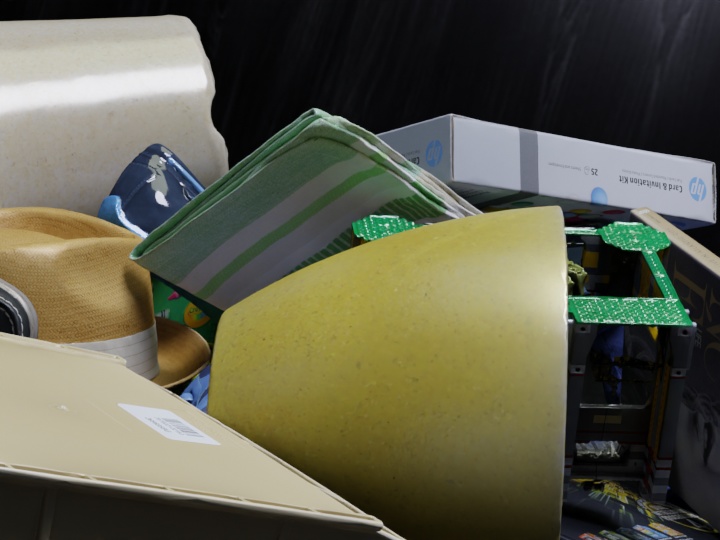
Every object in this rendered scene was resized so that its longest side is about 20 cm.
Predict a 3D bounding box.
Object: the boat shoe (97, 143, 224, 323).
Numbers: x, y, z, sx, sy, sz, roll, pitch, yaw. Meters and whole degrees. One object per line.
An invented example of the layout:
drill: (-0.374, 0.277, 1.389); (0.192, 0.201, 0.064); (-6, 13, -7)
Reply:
boat shoe: (-0.056, -0.002, 1.189); (0.084, 0.069, 0.200); (0, -32, 50)

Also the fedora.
fedora: (-0.178, 0.014, 1.112); (0.199, 0.083, 0.201); (6, 14, -1)

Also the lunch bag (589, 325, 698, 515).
lunch bag: (0.230, 0.092, 1.239); (0.135, 0.133, 0.200); (-25, -24, 14)

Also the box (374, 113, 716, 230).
box: (0.082, -0.046, 1.193); (0.199, 0.042, 0.155); (6, -10, -37)

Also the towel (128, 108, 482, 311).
towel: (0.000, 0.000, 1.106); (0.199, 0.152, 0.024); (31, 38, -34)

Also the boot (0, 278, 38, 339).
boot: (-0.261, 0.026, 0.956); (0.198, 0.074, 0.151); (12, 5, 2)

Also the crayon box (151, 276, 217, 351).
crayon box: (-0.099, 0.026, 1.337); (0.118, 0.059, 0.199); (15, -7, -40)

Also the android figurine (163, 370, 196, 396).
android figurine: (-0.053, 0.084, 1.207); (0.198, 0.041, 0.182); (15, 4, 0)

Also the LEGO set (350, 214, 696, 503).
LEGO set: (0.077, 0.052, 1.034); (0.198, 0.117, 0.154); (-2, 25, -14)

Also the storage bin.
storage bin: (-0.114, 0.088, 0.705); (0.197, 0.094, 0.200); (14, 6, -36)

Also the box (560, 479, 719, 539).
box: (0.100, 0.139, 1.093); (0.160, 0.050, 0.200); (19, 6, 30)

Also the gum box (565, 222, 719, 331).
gum box: (0.125, 0.011, 1.289); (0.169, 0.045, 0.199); (-5, -11, 35)

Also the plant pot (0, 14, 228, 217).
plant pot: (-0.183, -0.079, 1.268); (0.182, 0.202, 0.200); (-12, 13, -13)

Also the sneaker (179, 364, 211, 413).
sneaker: (-0.056, 0.082, 1.042); (0.082, 0.074, 0.200); (-24, 9, 25)

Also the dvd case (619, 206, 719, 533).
dvd case: (0.194, 0.074, 1.066); (0.016, 0.150, 0.200); (-13, 30, -23)

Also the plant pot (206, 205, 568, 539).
plant pot: (0.010, 0.070, 0.860); (0.141, 0.202, 0.200); (3, 5, 2)
